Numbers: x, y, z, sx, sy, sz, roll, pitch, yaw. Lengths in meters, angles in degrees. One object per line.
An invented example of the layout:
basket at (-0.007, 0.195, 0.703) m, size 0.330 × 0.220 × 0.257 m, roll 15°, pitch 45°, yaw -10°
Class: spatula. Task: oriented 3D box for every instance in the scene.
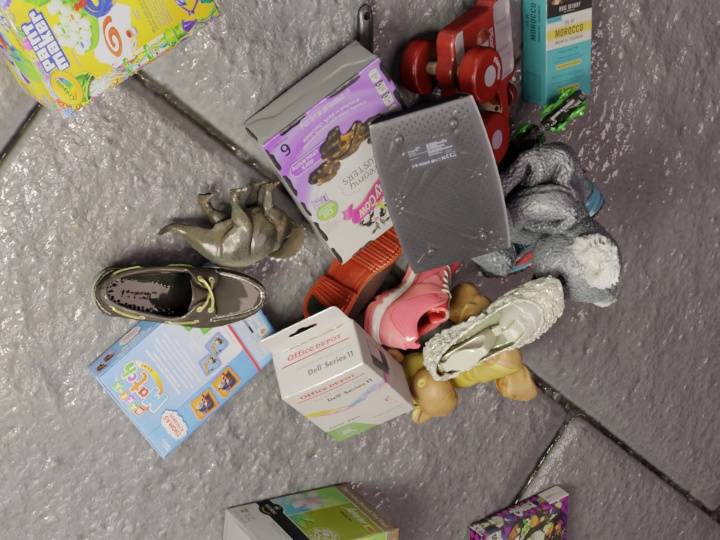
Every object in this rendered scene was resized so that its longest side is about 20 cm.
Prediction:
spatula at (0.010, -0.219, 1.495) m, size 0.056 × 0.021 × 0.202 m, roll -17°, pitch 118°, yaw -23°

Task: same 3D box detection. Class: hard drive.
hard drive at (0.092, -0.102, 1.442) m, size 0.134 × 0.042 × 0.201 m, roll -16°, pitch 119°, yaw 5°

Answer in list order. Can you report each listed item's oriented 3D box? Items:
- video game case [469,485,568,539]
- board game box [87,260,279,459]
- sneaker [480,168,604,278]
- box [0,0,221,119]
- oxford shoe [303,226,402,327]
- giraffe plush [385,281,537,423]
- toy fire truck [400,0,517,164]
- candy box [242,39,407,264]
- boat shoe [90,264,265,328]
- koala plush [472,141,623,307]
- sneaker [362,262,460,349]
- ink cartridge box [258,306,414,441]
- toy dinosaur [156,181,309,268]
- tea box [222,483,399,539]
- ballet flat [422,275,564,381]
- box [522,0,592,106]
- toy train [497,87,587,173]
video game case at (0.246, 0.455, 1.947) m, size 0.180 × 0.036 × 0.202 m, roll -17°, pitch 118°, yaw -31°
board game box at (-0.200, 0.102, 1.469) m, size 0.200 × 0.036 × 0.152 m, roll -43°, pitch 128°, yaw -15°
sneaker at (0.231, -0.071, 1.702) m, size 0.199 × 0.079 × 0.096 m, roll -39°, pitch 100°, yaw -9°
box at (-0.273, -0.291, 1.193) m, size 0.192 × 0.122 × 0.201 m, roll -37°, pitch 127°, yaw -18°
oxford shoe at (0.000, 0.000, 1.567) m, size 0.200 × 0.071 × 0.073 m, roll -48°, pitch 160°, yaw -15°
giraffe plush at (0.116, 0.126, 1.647) m, size 0.161 × 0.200 × 0.174 m, roll -30°, pitch 91°, yaw -4°
toy fire truck at (0.145, -0.227, 1.546) m, size 0.168 × 0.111 × 0.202 m, roll -39°, pitch 131°, yaw -39°
candy box at (-0.014, -0.136, 1.465) m, size 0.167 × 0.072 × 0.201 m, roll -38°, pitch 127°, yaw -5°
boat shoe at (-0.196, 0.030, 1.390) m, size 0.199 × 0.060 × 0.073 m, roll 1°, pitch 90°, yaw -20°
koala plush at (0.252, -0.041, 1.566) m, size 0.184 × 0.200 × 0.178 m, roll -41°, pitch 161°, yaw -5°
sneaker at (0.089, 0.035, 1.597) m, size 0.200 × 0.086 × 0.074 m, roll -48°, pitch 142°, yaw -33°
ink cartridge box at (-0.028, 0.130, 1.528) m, size 0.116 × 0.068 × 0.200 m, roll -25°, pitch 145°, yaw 14°
toy dinosaur at (-0.131, -0.045, 1.425) m, size 0.199 × 0.077 × 0.103 m, roll -17°, pitch 102°, yaw -39°
tea box at (-0.072, 0.411, 1.632) m, size 0.195 × 0.133 × 0.202 m, roll -7°, pitch 113°, yaw -34°
ballet flat at (0.164, 0.080, 1.513) m, size 0.199 × 0.072 × 0.072 m, roll -32°, pitch 131°, yaw 17°
box at (0.255, -0.320, 1.613) m, size 0.082 × 0.049 × 0.202 m, roll -19°, pitch 120°, yaw -29°
toy train at (0.212, -0.164, 1.614) m, size 0.200 × 0.056 × 0.042 m, roll -40°, pitch 87°, yaw 13°
